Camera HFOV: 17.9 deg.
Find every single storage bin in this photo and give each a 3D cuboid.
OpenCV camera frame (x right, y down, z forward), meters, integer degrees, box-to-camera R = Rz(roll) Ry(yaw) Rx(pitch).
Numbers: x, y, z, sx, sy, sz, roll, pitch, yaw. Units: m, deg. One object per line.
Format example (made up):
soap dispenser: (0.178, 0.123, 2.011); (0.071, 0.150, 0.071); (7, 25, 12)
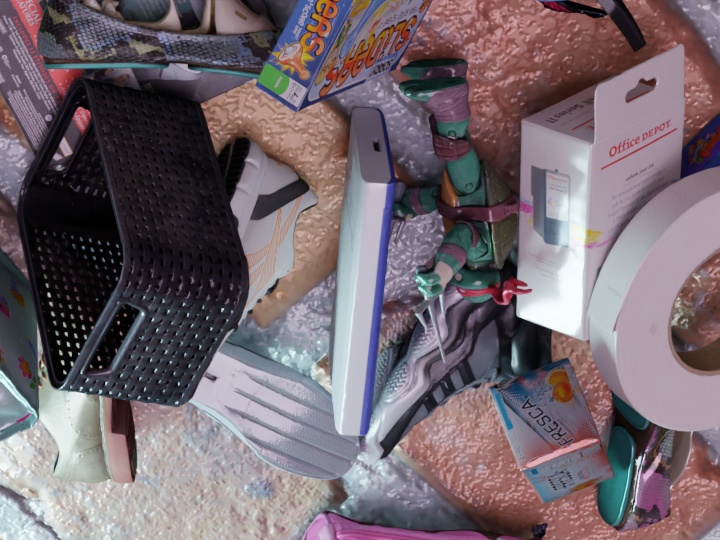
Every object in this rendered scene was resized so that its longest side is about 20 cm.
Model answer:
storage bin: (-0.160, -0.020, 1.569); (0.094, 0.200, 0.135); (10, 131, -28)

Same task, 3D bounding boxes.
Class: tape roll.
tape roll: (0.257, 0.022, 1.662); (0.203, 0.037, 0.203); (-14, 121, -25)

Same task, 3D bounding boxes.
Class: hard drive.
hard drive: (0.000, 0.000, 1.655); (0.025, 0.132, 0.200); (3, 117, -6)

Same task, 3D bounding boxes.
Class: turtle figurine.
turtle figurine: (0.063, -0.045, 1.637); (0.101, 0.150, 0.200); (-10, 107, -13)

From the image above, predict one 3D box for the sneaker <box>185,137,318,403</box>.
sneaker: (-0.091, 0.009, 1.650); (0.080, 0.074, 0.200); (26, 82, -28)

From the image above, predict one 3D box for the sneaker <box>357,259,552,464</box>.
sneaker: (0.080, 0.079, 1.737); (0.114, 0.076, 0.200); (26, 109, -16)

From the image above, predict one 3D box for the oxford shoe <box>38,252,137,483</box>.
oxford shoe: (-0.218, 0.079, 1.706); (0.075, 0.070, 0.200); (-7, 117, 2)

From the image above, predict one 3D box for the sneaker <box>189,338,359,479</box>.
sneaker: (-0.087, 0.086, 1.723); (0.200, 0.071, 0.073); (35, 98, -15)

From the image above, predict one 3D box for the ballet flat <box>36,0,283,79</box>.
ballet flat: (-0.121, -0.167, 1.572); (0.200, 0.074, 0.074); (2, 117, -13)

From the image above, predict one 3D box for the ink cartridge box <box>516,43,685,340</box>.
ink cartridge box: (0.174, -0.065, 1.652); (0.117, 0.067, 0.200); (-27, 127, -42)

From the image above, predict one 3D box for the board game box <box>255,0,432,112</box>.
board game box: (0.008, -0.185, 1.530); (0.034, 0.200, 0.135); (33, 112, 10)

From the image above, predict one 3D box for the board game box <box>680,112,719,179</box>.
board game box: (0.349, -0.059, 1.718); (0.200, 0.045, 0.134); (39, 107, -23)

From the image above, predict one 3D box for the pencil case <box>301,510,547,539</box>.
pencil case: (0.053, 0.238, 1.812); (0.200, 0.091, 0.094); (6, 151, -12)

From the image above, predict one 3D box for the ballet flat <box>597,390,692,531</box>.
ballet flat: (0.230, 0.117, 1.789); (0.071, 0.069, 0.200); (-11, 124, -22)

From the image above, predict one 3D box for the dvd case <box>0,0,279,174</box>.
dvd case: (-0.166, -0.170, 1.610); (0.200, 0.022, 0.146); (-23, 118, 6)

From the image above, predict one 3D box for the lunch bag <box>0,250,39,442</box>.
lunch bag: (-0.320, 0.019, 1.603); (0.122, 0.170, 0.200); (-32, 119, 11)

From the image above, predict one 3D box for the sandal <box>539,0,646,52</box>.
sandal: (0.122, -0.221, 1.594); (0.200, 0.075, 0.045); (42, 103, -16)

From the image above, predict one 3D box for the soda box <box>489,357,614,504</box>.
soda box: (0.145, 0.123, 1.706); (0.063, 0.200, 0.068); (-21, 74, 4)
